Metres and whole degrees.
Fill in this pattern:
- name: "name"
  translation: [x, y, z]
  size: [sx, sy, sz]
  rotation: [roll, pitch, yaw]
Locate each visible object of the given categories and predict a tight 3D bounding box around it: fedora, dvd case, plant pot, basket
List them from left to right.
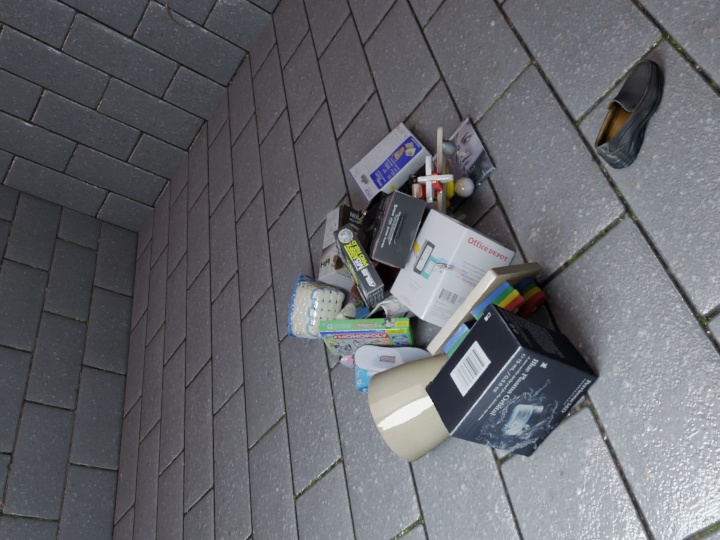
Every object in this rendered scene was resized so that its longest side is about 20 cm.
- name: "basket"
  translation: [-0.134, 0.109, 1.821]
  size: [0.199, 0.138, 0.179]
  rotation: [12, 92, 52]
- name: "fedora"
  translation: [0.065, -0.118, 1.628]
  size: [0.200, 0.092, 0.201]
  rotation: [-38, 20, 16]
- name: "plant pot"
  translation: [0.148, 0.245, 1.309]
  size: [0.199, 0.187, 0.189]
  rotation: [-32, 45, 23]
- name: "dvd case"
  translation: [0.237, -0.253, 1.584]
  size: [0.149, 0.016, 0.202]
  rotation: [-48, 37, 31]

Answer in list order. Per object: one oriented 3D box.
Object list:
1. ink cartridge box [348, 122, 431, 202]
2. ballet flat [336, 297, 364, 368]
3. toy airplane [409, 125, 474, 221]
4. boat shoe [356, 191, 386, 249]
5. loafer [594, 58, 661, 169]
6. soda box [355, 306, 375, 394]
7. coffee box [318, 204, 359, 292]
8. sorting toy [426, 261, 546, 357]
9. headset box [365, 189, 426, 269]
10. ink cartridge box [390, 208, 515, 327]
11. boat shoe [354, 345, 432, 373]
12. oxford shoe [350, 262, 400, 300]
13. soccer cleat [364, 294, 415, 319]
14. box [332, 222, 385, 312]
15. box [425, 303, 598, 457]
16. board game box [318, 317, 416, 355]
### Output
- name: "ink cartridge box"
  translation: [0.075, -0.279, 1.759]
  size: [0.200, 0.047, 0.198]
  rotation: [-43, 35, 11]
- name: "ballet flat"
  translation: [-0.029, 0.149, 1.707]
  size: [0.069, 0.070, 0.203]
  rotation: [-29, 49, 47]
- name: "toy airplane"
  translation: [0.186, -0.191, 1.482]
  size: [0.201, 0.139, 0.202]
  rotation: [-92, 4, -48]
- name: "boat shoe"
  translation: [0.022, -0.131, 1.747]
  size: [0.074, 0.073, 0.202]
  rotation: [6, 62, 55]
- name: "loafer"
  translation: [0.475, -0.287, 1.186]
  size: [0.072, 0.072, 0.203]
  rotation: [10, 80, 59]
- name: "soda box"
  translation: [0.031, 0.188, 1.586]
  size: [0.064, 0.068, 0.203]
  rotation: [-22, 53, 32]
- name: "coffee box"
  translation: [-0.037, -0.059, 1.799]
  size: [0.079, 0.112, 0.203]
  rotation: [-22, 55, 49]
- name: "sorting toy"
  translation: [0.247, 0.086, 1.225]
  size: [0.070, 0.199, 0.200]
  rotation: [48, 121, 25]
- name: "headset box"
  translation: [0.072, -0.086, 1.444]
  size: [0.200, 0.076, 0.151]
  rotation: [-155, 83, -85]
- name: "ink cartridge box"
  translation: [0.189, 0.004, 1.387]
  size: [0.202, 0.145, 0.146]
  rotation: [-63, 32, 8]
- name: "boat shoe"
  translation: [0.091, 0.212, 1.473]
  size: [0.199, 0.086, 0.076]
  rotation: [4, 74, 21]
- name: "oxford shoe"
  translation: [0.050, -0.001, 1.691]
  size: [0.200, 0.070, 0.075]
  rotation: [-42, 22, 27]
- name: "soccer cleat"
  translation: [0.084, 0.083, 1.512]
  size: [0.199, 0.085, 0.069]
  rotation: [-35, 68, 8]
- name: "box"
  translation: [0.000, 0.000, 1.512]
  size: [0.044, 0.200, 0.162]
  rotation: [-27, 75, -4]
- name: "box"
  translation: [0.253, 0.190, 1.130]
  size: [0.198, 0.198, 0.118]
  rotation: [-56, 33, 20]
- name: "board game box"
  translation: [0.019, 0.148, 1.482]
  size: [0.197, 0.135, 0.030]
  rotation: [-3, 61, 12]
